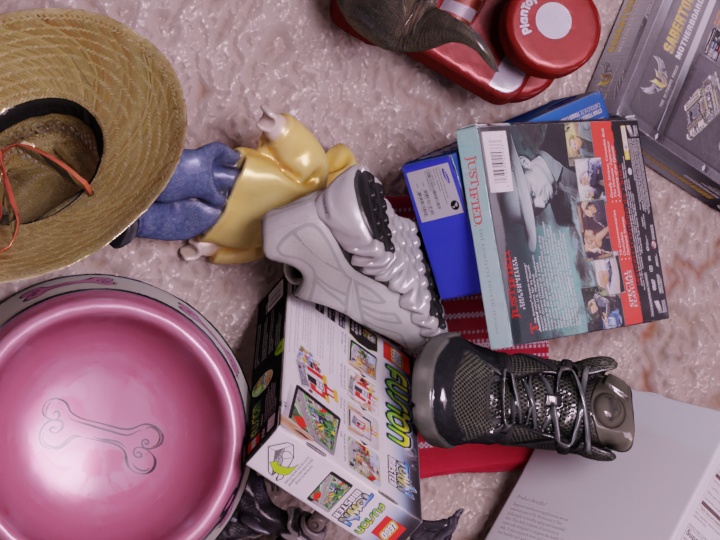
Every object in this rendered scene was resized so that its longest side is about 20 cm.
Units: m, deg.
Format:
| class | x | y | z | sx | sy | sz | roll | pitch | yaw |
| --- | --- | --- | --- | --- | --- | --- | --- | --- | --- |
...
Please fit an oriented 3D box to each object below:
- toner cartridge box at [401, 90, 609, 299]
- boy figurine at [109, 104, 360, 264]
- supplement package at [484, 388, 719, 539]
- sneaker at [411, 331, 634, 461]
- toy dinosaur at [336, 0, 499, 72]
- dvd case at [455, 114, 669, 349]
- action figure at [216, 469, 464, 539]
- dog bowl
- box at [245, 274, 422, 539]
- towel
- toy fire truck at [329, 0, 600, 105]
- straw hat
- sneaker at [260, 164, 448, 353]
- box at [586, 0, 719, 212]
| class | x | y | z | sx | sy | sz | roll | pitch | yaw |
| --- | --- | --- | --- | --- | --- | --- | --- | --- | --- |
| toner cartridge box | 0.111 | -0.054 | 1.553 | 0.200 | 0.043 | 0.095 | -27 | 103 | -51 |
| boy figurine | -0.068 | -0.056 | 1.459 | 0.200 | 0.064 | 0.124 | -3 | 135 | -36 |
| supplement package | 0.193 | 0.205 | 1.586 | 0.151 | 0.152 | 0.200 | 44 | 70 | -39 |
| sneaker | 0.109 | 0.082 | 1.490 | 0.199 | 0.114 | 0.076 | 19 | 72 | -61 |
| toy dinosaur | 0.018 | -0.192 | 1.482 | 0.102 | 0.077 | 0.200 | -43 | 83 | 17 |
| dvd case | 0.138 | -0.028 | 1.530 | 0.200 | 0.022 | 0.146 | -8 | 88 | -53 |
| action figure | -0.042 | 0.154 | 1.479 | 0.200 | 0.102 | 0.119 | 25 | 109 | 6 |
| dog bowl | -0.158 | 0.100 | 1.378 | 0.200 | 0.074 | 0.200 | 0 | 88 | -11 |
| box | -0.015 | 0.086 | 1.435 | 0.110 | 0.200 | 0.035 | 36 | 112 | -16 |
| towel | 0.069 | 0.045 | 1.589 | 0.145 | 0.022 | 0.200 | -4 | 94 | -32 |
| toy fire truck | 0.091 | -0.217 | 1.549 | 0.168 | 0.112 | 0.200 | 29 | 79 | -8 |
| straw hat | -0.195 | -0.054 | 1.375 | 0.201 | 0.201 | 0.085 | -47 | 154 | -22 |
| sneaker | 0.000 | 0.000 | 1.475 | 0.200 | 0.081 | 0.075 | 50 | 25 | -55 |
| box | 0.263 | -0.164 | 1.686 | 0.158 | 0.048 | 0.200 | 29 | 77 | -29 |
